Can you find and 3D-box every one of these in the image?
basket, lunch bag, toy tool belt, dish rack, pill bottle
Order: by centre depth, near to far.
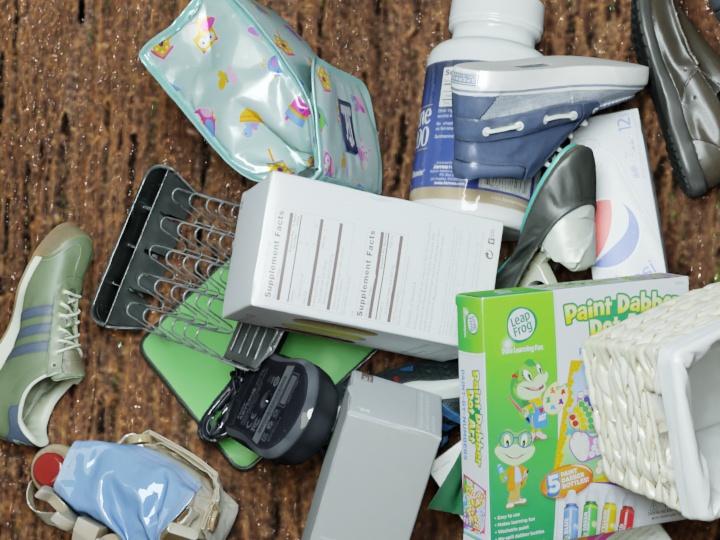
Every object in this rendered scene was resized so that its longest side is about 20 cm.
[{"bbox_3d":[0.282,0.088,1.401,0.199,0.123,0.137,-19,104,-29],"label":"basket"},{"bbox_3d":[0.106,-0.133,1.570,0.110,0.111,0.202,6,82,14],"label":"pill bottle"},{"bbox_3d":[-0.069,-0.140,1.580,0.122,0.170,0.200,-46,74,10],"label":"lunch bag"},{"bbox_3d":[-0.212,0.195,1.581,0.198,0.123,0.126,20,85,16],"label":"toy tool belt"},{"bbox_3d":[-0.133,0.001,1.598,0.199,0.054,0.155,17,84,41],"label":"dish rack"}]

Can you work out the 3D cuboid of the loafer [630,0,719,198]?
[{"bbox_3d":[0.281,-0.164,1.563,0.071,0.073,0.202,-15,84,2],"label":"loafer"}]

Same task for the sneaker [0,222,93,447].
[{"bbox_3d":[-0.273,0.066,1.640,0.089,0.067,0.201,30,95,28],"label":"sneaker"}]

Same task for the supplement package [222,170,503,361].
[{"bbox_3d":[0.000,0.000,1.497,0.198,0.114,0.111,11,80,-14],"label":"supplement package"}]

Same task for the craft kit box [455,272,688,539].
[{"bbox_3d":[0.171,0.108,1.437,0.198,0.048,0.200,-6,94,-28],"label":"craft kit box"}]

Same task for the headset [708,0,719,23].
[{"bbox_3d":[0.332,-0.188,1.534,0.094,0.123,0.201,-32,93,31],"label":"headset"}]

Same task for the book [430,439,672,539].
[{"bbox_3d":[0.165,0.205,1.521,0.133,0.048,0.201,-36,85,4],"label":"book"}]

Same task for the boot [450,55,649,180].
[{"bbox_3d":[0.153,-0.125,1.503,0.073,0.198,0.091,22,114,54],"label":"boot"}]

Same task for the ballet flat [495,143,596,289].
[{"bbox_3d":[0.155,-0.008,1.515,0.068,0.068,0.201,44,122,28],"label":"ballet flat"}]

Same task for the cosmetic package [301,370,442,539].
[{"bbox_3d":[0.002,0.196,1.503,0.089,0.107,0.202,18,108,-3],"label":"cosmetic package"}]

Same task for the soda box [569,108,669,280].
[{"bbox_3d":[0.223,-0.030,1.548,0.063,0.068,0.202,-10,79,11],"label":"soda box"}]

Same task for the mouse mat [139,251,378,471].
[{"bbox_3d":[-0.083,0.058,1.635,0.200,0.008,0.161,-42,75,2],"label":"mouse mat"}]

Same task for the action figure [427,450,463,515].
[{"bbox_3d":[0.136,0.111,1.480,0.117,0.055,0.202,14,91,-10],"label":"action figure"}]

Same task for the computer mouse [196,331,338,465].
[{"bbox_3d":[-0.064,0.110,1.547,0.052,0.200,0.139,29,89,-24],"label":"computer mouse"}]

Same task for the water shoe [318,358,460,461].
[{"bbox_3d":[0.056,0.122,1.572,0.198,0.072,0.080,-13,109,6],"label":"water shoe"}]
